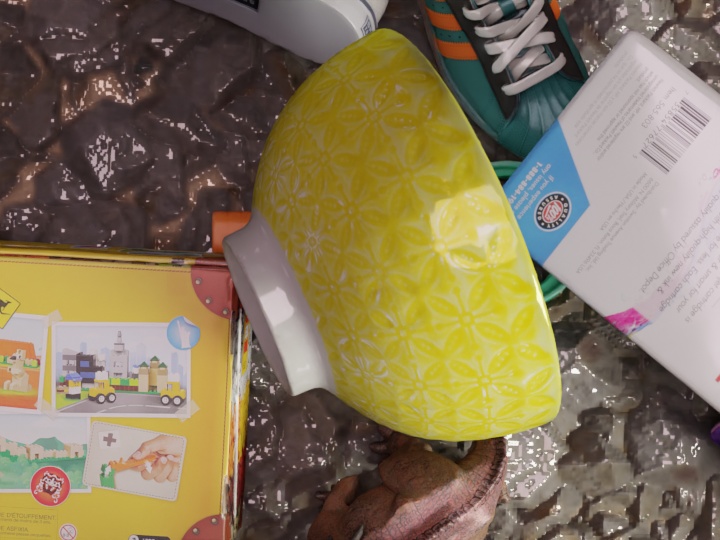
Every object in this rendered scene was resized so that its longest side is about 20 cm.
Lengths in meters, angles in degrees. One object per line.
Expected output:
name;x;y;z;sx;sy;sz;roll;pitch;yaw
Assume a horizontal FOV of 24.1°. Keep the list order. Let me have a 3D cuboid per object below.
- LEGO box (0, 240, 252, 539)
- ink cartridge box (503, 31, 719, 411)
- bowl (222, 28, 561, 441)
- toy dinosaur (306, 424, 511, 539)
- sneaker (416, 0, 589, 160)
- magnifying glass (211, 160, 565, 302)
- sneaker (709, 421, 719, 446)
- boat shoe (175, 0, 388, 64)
LEGO box;-0.158;0.061;0.853;0.199;0.077;0.150;4;93;0
ink cartridge box;0.174;-0.007;0.812;0.200;0.068;0.115;40;97;12
bowl;0.000;0.000;0.779;0.107;0.200;0.201;-23;88;-10
toy dinosaur;0.021;0.130;0.832;0.200;0.136;0.086;-44;89;-3
sneaker;0.063;-0.146;0.870;0.071;0.080;0.201;-29;89;-3
magnifying glass;0.021;-0.018;0.895;0.199;0.022;0.080;0;88;0
sneaker;0.230;0.094;0.871;0.088;0.080;0.201;-18;83;5
boat shoe;-0.074;-0.182;0.884;0.199;0.071;0.070;26;60;4
